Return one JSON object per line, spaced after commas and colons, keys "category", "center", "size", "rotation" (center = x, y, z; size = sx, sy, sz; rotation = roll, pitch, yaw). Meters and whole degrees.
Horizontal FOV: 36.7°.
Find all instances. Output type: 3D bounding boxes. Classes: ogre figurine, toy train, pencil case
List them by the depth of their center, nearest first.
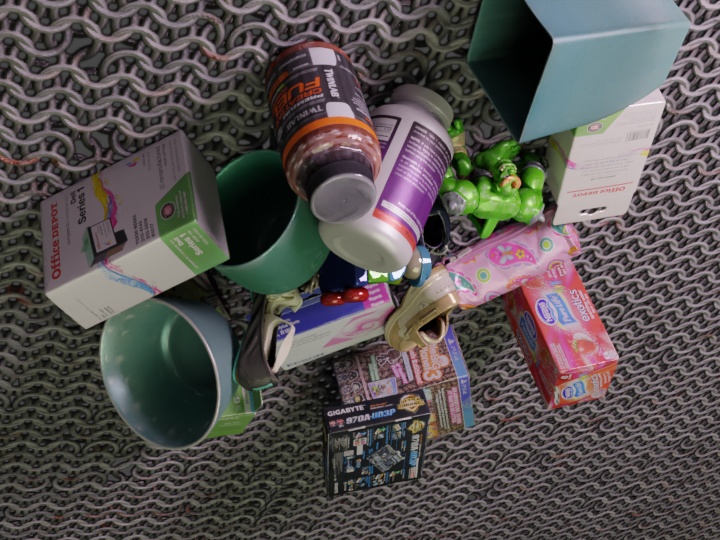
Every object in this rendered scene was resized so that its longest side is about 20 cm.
{"category": "ogre figurine", "center": [0.156, -0.111, 1.340], "size": [0.199, 0.121, 0.098], "rotation": [22, 129, -40]}
{"category": "toy train", "center": [0.000, 0.000, 1.367], "size": [0.114, 0.086, 0.200], "rotation": [-2, 176, -23]}
{"category": "pencil case", "center": [0.204, -0.019, 1.505], "size": [0.198, 0.088, 0.088], "rotation": [-26, 142, 13]}

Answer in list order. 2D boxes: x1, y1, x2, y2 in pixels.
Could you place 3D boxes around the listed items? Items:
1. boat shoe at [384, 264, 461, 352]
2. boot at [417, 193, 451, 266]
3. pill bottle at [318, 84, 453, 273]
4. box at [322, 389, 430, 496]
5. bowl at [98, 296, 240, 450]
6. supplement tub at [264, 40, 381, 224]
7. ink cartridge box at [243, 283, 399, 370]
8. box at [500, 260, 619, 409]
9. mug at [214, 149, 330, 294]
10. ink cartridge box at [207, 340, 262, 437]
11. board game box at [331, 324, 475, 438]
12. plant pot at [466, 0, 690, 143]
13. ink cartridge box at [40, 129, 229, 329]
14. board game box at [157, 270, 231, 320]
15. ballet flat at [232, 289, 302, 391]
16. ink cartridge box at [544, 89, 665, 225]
{"category": "boat shoe", "center": [0.087, 0.071, 1.496], "size": [0.073, 0.069, 0.201], "rotation": [-28, 160, -24]}
{"category": "boot", "center": [0.083, -0.044, 1.420], "size": [0.072, 0.091, 0.201], "rotation": [-16, 143, -1]}
{"category": "pill bottle", "center": [0.036, -0.106, 1.231], "size": [0.111, 0.202, 0.113], "rotation": [21, 159, 8]}
{"category": "box", "center": [0.021, 0.267, 1.661], "size": [0.157, 0.046, 0.201], "rotation": [-10, 142, -9]}
{"category": "bowl", "center": [-0.230, 0.117, 1.403], "size": [0.201, 0.201, 0.105], "rotation": [-46, 169, 33]}
{"category": "supplement tub", "center": [-0.037, -0.145, 1.155], "size": [0.105, 0.202, 0.108], "rotation": [-10, 140, -8]}
{"category": "ink cartridge box", "center": [-0.045, 0.071, 1.512], "size": [0.194, 0.044, 0.200], "rotation": [-20, 162, 5]}
{"category": "box", "center": [0.284, 0.085, 1.568], "size": [0.094, 0.202, 0.100], "rotation": [-10, 143, -12]}
{"category": "mug", "center": [-0.093, -0.057, 1.286], "size": [0.184, 0.153, 0.114], "rotation": [-29, 144, 16]}
{"category": "ink cartridge box", "center": [-0.185, 0.161, 1.512], "size": [0.058, 0.105, 0.200], "rotation": [-4, 163, -16]}
{"category": "board game box", "center": [0.070, 0.192, 1.705], "size": [0.197, 0.098, 0.160], "rotation": [-16, 143, -2]}
{"category": "plant pot", "center": [0.245, -0.250, 1.191], "size": [0.197, 0.142, 0.142], "rotation": [-11, 143, -20]}
{"category": "ink cartridge box", "center": [-0.261, -0.046, 1.240], "size": [0.198, 0.146, 0.084], "rotation": [-25, 142, 11]}
{"category": "board game box", "center": [-0.256, 0.021, 1.426], "size": [0.118, 0.033, 0.201], "rotation": [-15, 143, 5]}
{"category": "ballet flat", "center": [-0.111, 0.056, 1.385], "size": [0.067, 0.203, 0.068], "rotation": [2, 164, 20]}
{"category": "ink cartridge box", "center": [0.301, -0.154, 1.385], "size": [0.115, 0.068, 0.201], "rotation": [-9, 141, -11]}
